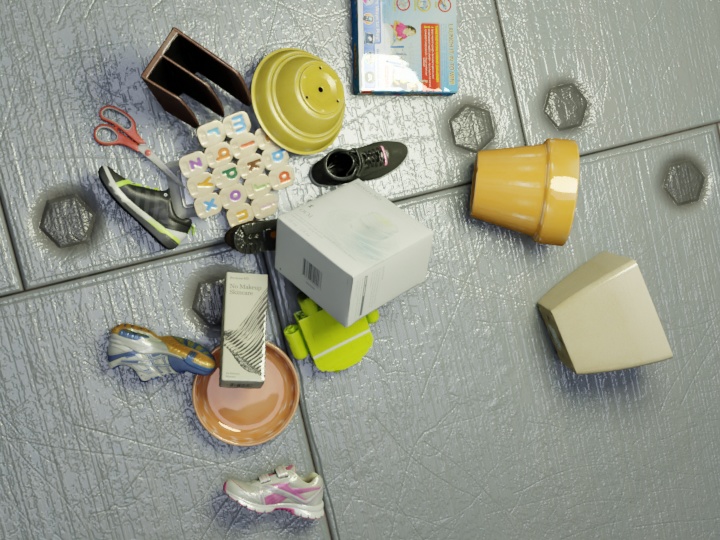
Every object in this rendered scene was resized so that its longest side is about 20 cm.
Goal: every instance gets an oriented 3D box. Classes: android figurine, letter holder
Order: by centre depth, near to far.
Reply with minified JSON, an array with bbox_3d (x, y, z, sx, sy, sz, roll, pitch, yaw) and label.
[{"bbox_3d":[-0.274,-0.308,1.565,0.142,0.200,0.101,33,85,2],"label":"letter holder"},{"bbox_3d":[-0.048,0.107,1.687,0.181,0.041,0.201,-27,125,-9],"label":"android figurine"}]

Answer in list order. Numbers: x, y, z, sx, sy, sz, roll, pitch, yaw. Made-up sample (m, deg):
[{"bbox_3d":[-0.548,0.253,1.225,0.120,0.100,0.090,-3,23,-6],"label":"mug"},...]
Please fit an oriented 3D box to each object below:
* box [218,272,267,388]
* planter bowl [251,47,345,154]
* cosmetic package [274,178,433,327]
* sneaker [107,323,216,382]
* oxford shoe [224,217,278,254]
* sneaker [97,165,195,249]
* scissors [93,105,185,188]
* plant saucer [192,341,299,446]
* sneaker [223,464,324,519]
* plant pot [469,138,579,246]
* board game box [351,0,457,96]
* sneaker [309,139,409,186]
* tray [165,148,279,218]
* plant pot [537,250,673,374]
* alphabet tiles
[{"bbox_3d":[-0.211,0.109,1.640,0.081,0.068,0.202,2,71,-12],"label":"box"},{"bbox_3d":[-0.091,-0.317,1.641,0.199,0.083,0.202,5,81,-35],"label":"planter bowl"},{"bbox_3d":[-0.013,-0.037,1.604,0.199,0.199,0.124,-28,142,-35],"label":"cosmetic package"},{"bbox_3d":[-0.360,0.163,1.639,0.199,0.075,0.089,17,100,5],"label":"sneaker"},{"bbox_3d":[-0.159,-0.069,1.678,0.199,0.084,0.073,0,96,-33],"label":"oxford shoe"},{"bbox_3d":[-0.381,-0.126,1.632,0.083,0.072,0.200,-47,107,-11],"label":"sneaker"},{"bbox_3d":[-0.390,-0.226,1.639,0.199,0.014,0.074,29,85,-4],"label":"scissors"},{"bbox_3d":[-0.214,0.224,1.691,0.199,0.037,0.202,0,91,-12],"label":"plant saucer"},{"bbox_3d":[-0.157,0.402,1.692,0.199,0.081,0.089,13,88,-21],"label":"sneaker"},{"bbox_3d":[0.305,-0.155,1.726,0.182,0.200,0.202,6,91,3],"label":"plant pot"},{"bbox_3d":[0.084,-0.435,1.727,0.194,0.056,0.202,-1,92,-13],"label":"board game box"},{"bbox_3d":[0.008,-0.202,1.695,0.199,0.099,0.071,-16,93,-13],"label":"sneaker"},{"bbox_3d":[-0.254,-0.163,1.678,0.198,0.022,0.108,-11,95,-12],"label":"tray"},{"bbox_3d":[0.459,0.096,1.764,0.176,0.200,0.201,-24,97,0],"label":"plant pot"},{"bbox_3d":[-0.223,-0.181,1.645,0.195,0.015,0.201,-23,113,-14],"label":"alphabet tiles"}]
